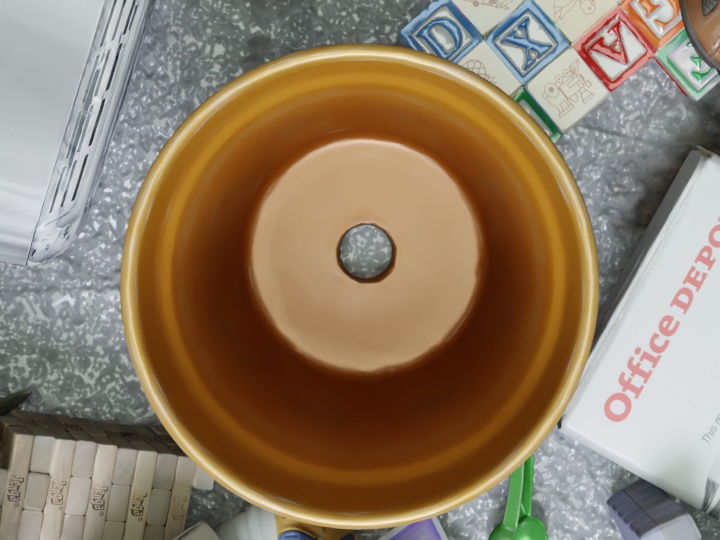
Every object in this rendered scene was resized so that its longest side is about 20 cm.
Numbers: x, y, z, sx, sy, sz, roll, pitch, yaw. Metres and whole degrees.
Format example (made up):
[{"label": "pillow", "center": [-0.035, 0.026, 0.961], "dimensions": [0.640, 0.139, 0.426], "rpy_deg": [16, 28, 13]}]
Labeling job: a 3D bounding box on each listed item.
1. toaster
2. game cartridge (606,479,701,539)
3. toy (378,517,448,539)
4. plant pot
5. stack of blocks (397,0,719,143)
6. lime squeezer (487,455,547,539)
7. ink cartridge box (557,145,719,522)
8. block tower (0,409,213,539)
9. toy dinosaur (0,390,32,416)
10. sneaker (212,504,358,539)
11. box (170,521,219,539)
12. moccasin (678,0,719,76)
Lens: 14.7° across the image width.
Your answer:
[{"label": "toaster", "center": [-0.170, -0.095, 1.274], "dimensions": [0.128, 0.114, 0.201], "rpy_deg": [17, 93, -4]}, {"label": "game cartridge", "center": [0.172, 0.196, 1.280], "dimensions": [0.038, 0.130, 0.201], "rpy_deg": [-27, 93, -5]}, {"label": "toy", "center": [0.053, 0.215, 1.274], "dimensions": [0.047, 0.115, 0.201], "rpy_deg": [-27, 94, 47]}, {"label": "plant pot", "center": [0.000, 0.000, 1.240], "dimensions": [0.199, 0.183, 0.202], "rpy_deg": [0, 95, 0]}, {"label": "stack of blocks", "center": [0.128, -0.132, 1.289], "dimensions": [0.200, 0.059, 0.115], "rpy_deg": [-41, 93, 4]}, {"label": "lime squeezer", "center": [0.101, 0.149, 1.314], "dimensions": [0.070, 0.038, 0.201], "rpy_deg": [-26, 92, 29]}, {"label": "ink cartridge box", "center": [0.206, 0.052, 1.291], "dimensions": [0.199, 0.084, 0.145], "rpy_deg": [29, 95, -3]}, {"label": "block tower", "center": [-0.169, 0.093, 1.280], "dimensions": [0.199, 0.054, 0.058], "rpy_deg": [7, 99, -22]}, {"label": "toy dinosaur", "center": [-0.254, 0.088, 1.307], "dimensions": [0.199, 0.077, 0.103], "rpy_deg": [-21, 107, 7]}, {"label": "sneaker", "center": [-0.024, 0.208, 1.308], "dimensions": [0.088, 0.075, 0.201], "rpy_deg": [-24, 76, 28]}, {"label": "box", "center": [-0.134, 0.202, 1.282], "dimensions": [0.199, 0.068, 0.082], "rpy_deg": [-33, 89, 26]}, {"label": "moccasin", "center": [0.223, -0.081, 1.251], "dimensions": [0.077, 0.074, 0.201], "rpy_deg": [-31, 124, 22]}]
